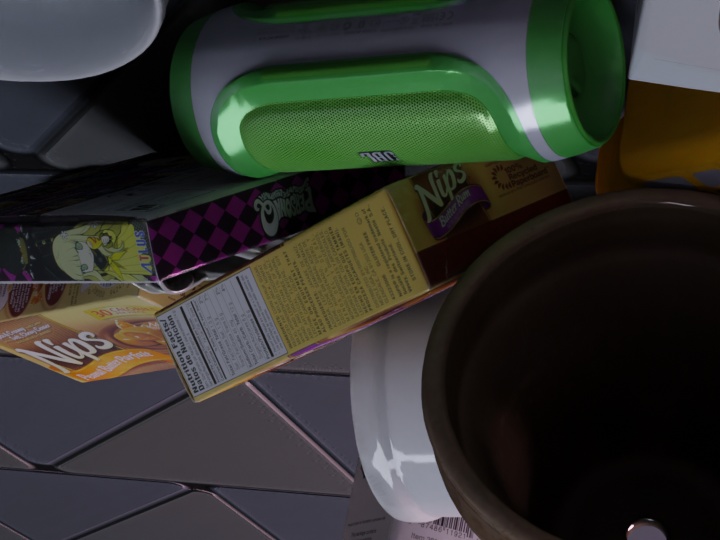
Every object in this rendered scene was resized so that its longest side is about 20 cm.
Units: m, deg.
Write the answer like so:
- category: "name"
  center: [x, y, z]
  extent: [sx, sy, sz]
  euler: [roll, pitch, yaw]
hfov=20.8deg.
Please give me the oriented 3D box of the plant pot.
- category: "plant pot"
  center: [0.134, 0.092, 0.912]
  extent: [0.200, 0.201, 0.175]
  euler: [6, 146, 11]

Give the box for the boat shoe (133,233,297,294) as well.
- category: "boat shoe"
  center: [-0.113, -0.017, 1.167]
  extent: [0.199, 0.066, 0.072]
  euler: [0, 158, 25]

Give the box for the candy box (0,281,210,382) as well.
- category: "candy box"
  center: [-0.165, 0.025, 1.319]
  extent: [0.200, 0.055, 0.115]
  euler: [-10, 152, 44]

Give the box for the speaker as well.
- category: "speaker"
  center: [0.015, -0.087, 0.894]
  extent: [0.200, 0.089, 0.088]
  euler: [-1, 157, 29]

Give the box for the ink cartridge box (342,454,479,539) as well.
- category: "ink cartridge box"
  center: [0.077, 0.139, 1.301]
  extent: [0.145, 0.201, 0.084]
  euler: [18, 161, -21]

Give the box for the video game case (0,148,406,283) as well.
- category: "video game case"
  center: [-0.105, -0.032, 1.004]
  extent: [0.181, 0.036, 0.200]
  euler: [0, -167, 37]

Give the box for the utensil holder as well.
- category: "utensil holder"
  center: [0.118, 0.060, 1.123]
  extent: [0.199, 0.170, 0.170]
  euler: [-2, 157, 23]

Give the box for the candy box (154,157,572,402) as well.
- category: "candy box"
  center: [0.000, 0.000, 0.988]
  extent: [0.117, 0.057, 0.200]
  euler: [-23, 178, -42]

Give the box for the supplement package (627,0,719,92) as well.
- category: "supplement package"
  center: [0.165, -0.153, 0.550]
  extent: [0.151, 0.151, 0.200]
  euler: [8, 160, 5]

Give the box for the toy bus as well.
- category: "toy bus"
  center: [0.189, -0.065, 0.896]
  extent: [0.200, 0.065, 0.078]
  euler: [-10, 151, 44]

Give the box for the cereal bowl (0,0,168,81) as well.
- category: "cereal bowl"
  center: [-0.168, -0.158, 0.796]
  extent: [0.199, 0.084, 0.200]
  euler: [8, 159, 3]
